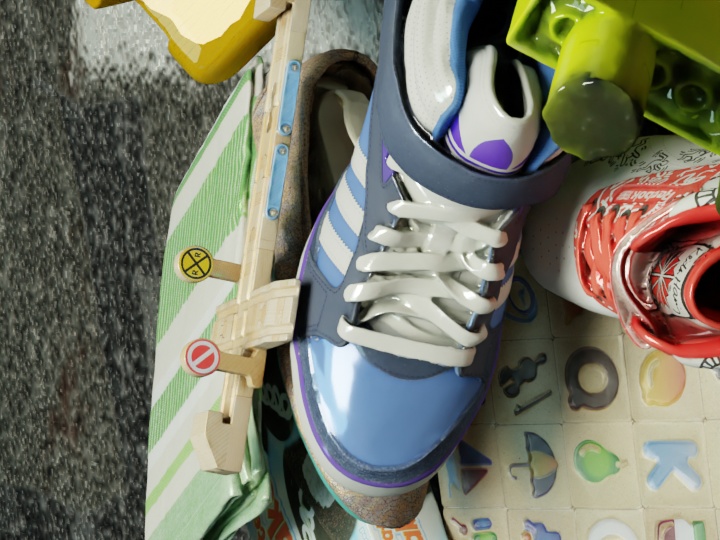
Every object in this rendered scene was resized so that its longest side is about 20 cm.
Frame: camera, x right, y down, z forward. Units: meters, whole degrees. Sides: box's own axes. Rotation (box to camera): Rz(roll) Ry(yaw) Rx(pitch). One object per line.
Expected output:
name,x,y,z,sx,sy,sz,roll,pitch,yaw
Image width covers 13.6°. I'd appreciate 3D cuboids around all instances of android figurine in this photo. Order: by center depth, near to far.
android figurine,0.118,-0.094,0.989,0.041,0.182,0.200,-57,8,41

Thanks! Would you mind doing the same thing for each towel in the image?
towel,-0.061,0.030,1.273,0.153,0.023,0.201,128,148,-58

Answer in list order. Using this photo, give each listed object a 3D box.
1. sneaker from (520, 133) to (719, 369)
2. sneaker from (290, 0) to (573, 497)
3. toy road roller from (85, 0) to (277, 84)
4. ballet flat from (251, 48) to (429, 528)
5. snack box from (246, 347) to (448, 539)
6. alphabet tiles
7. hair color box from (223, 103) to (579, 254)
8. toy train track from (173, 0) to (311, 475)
sneaker,0.107,-0.008,1.043,0.201,0.108,0.068,5,101,44
sneaker,0.028,-0.021,1.070,0.146,0.080,0.201,129,156,-81
toy road roller,-0.069,-0.161,1.295,0.123,0.200,0.146,-43,85,21
ballet flat,0.000,0.000,1.181,0.067,0.068,0.201,-38,58,43
snack box,-0.008,0.107,1.251,0.116,0.037,0.201,-54,48,55
alphabet tiles,0.106,0.073,1.139,0.200,0.006,0.167,-4,95,42
hair color box,0.017,-0.024,1.279,0.200,0.060,0.099,6,103,59
toy train track,-0.049,-0.023,1.160,0.115,0.032,0.201,157,123,-71
